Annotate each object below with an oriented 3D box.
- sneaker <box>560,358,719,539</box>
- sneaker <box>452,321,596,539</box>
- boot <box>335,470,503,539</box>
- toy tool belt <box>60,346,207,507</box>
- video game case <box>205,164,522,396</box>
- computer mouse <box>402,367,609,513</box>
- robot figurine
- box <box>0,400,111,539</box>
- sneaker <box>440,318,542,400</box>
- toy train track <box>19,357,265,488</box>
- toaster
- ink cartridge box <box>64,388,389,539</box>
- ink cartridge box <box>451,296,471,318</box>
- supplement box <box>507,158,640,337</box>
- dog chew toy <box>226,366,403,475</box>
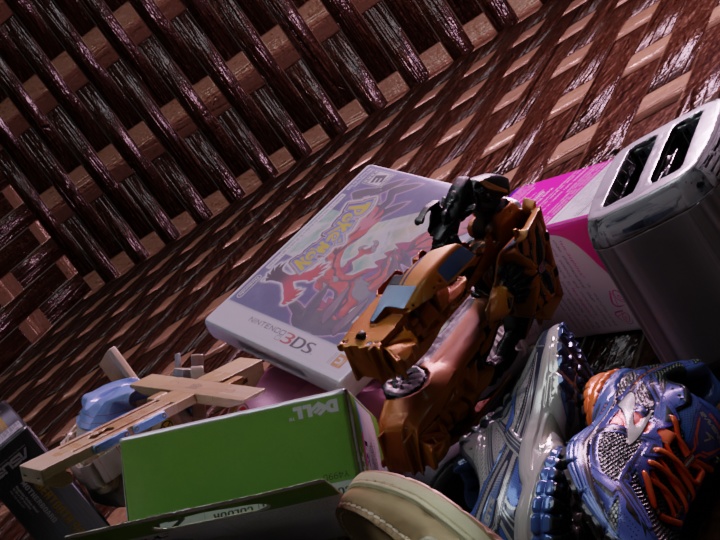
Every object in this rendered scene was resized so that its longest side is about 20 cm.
[{"bbox_3d":[0.162,0.099,0.715,0.078,0.076,0.200,-27,16,23],"label":"sneaker"},{"bbox_3d":[0.096,0.104,0.787,0.085,0.077,0.200,-18,27,26],"label":"sneaker"},{"bbox_3d":[0.021,0.195,0.611,0.155,0.073,0.199,-43,49,-17],"label":"boot"},{"bbox_3d":[-0.157,0.114,0.988,0.124,0.124,0.200,-6,-4,-30],"label":"toy tool belt"},{"bbox_3d":[0.000,0.000,0.990,0.200,0.023,0.182,-44,35,-22],"label":"video game case"},{"bbox_3d":[0.086,0.109,0.901,0.199,0.046,0.140,-32,9,-14],"label":"computer mouse"},{"bbox_3d":[0.068,0.029,0.831,0.058,0.146,0.200,7,39,38],"label":"robot figurine"},{"bbox_3d":[-0.236,0.183,1.007,0.048,0.159,0.200,-41,12,-15],"label":"box"},{"bbox_3d":[0.089,0.054,0.986,0.099,0.075,0.200,-33,-7,2],"label":"sneaker"},{"bbox_3d":[-0.138,0.107,0.872,0.114,0.033,0.199,2,18,40],"label":"toy train track"},{"bbox_3d":[0.224,-0.021,0.851,0.113,0.130,0.200,-29,14,35],"label":"toaster"},{"bbox_3d":[-0.070,0.118,0.759,0.146,0.076,0.200,-13,-19,7],"label":"ink cartridge box"},{"bbox_3d":[0.023,0.035,1.113,0.116,0.068,0.200,-10,-5,27],"label":"ink cartridge box"},{"bbox_3d":[0.178,-0.015,1.030,0.103,0.102,0.200,-41,13,-26],"label":"supplement box"},{"bbox_3d":[-0.019,0.131,1.004,0.199,0.125,0.125,-9,28,50],"label":"dog chew toy"}]
